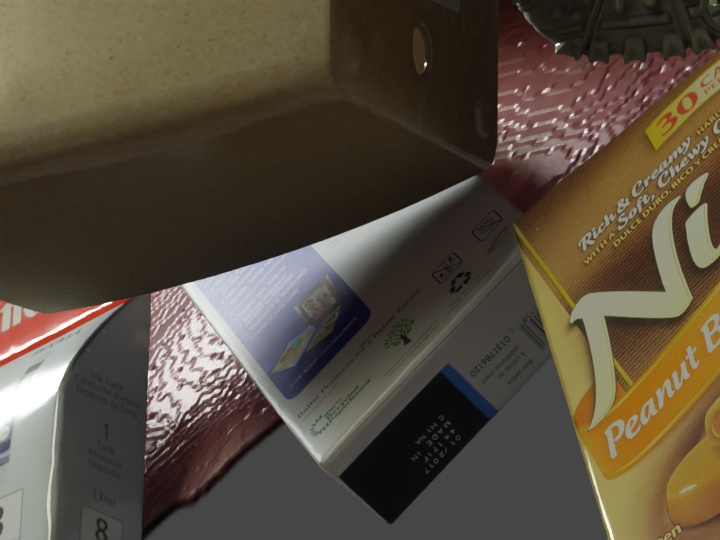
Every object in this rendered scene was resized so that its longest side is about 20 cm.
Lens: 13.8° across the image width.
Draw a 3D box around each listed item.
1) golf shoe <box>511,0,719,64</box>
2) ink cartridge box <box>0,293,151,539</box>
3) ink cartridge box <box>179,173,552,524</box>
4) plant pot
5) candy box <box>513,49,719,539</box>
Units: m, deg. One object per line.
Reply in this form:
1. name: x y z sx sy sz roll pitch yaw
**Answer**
1. golf shoe: 0.132 -0.141 0.944 0.199 0.078 0.097 -34 23 6
2. ink cartridge box: -0.144 0.052 1.053 0.160 0.047 0.201 -26 51 36
3. ink cartridge box: 0.000 0.000 0.976 0.099 0.039 0.200 -47 29 3
4. plant pot: -0.061 -0.102 0.905 0.176 0.200 0.201 -3 80 23
5. candy box: 0.112 0.018 0.772 0.115 0.055 0.200 -39 29 16
